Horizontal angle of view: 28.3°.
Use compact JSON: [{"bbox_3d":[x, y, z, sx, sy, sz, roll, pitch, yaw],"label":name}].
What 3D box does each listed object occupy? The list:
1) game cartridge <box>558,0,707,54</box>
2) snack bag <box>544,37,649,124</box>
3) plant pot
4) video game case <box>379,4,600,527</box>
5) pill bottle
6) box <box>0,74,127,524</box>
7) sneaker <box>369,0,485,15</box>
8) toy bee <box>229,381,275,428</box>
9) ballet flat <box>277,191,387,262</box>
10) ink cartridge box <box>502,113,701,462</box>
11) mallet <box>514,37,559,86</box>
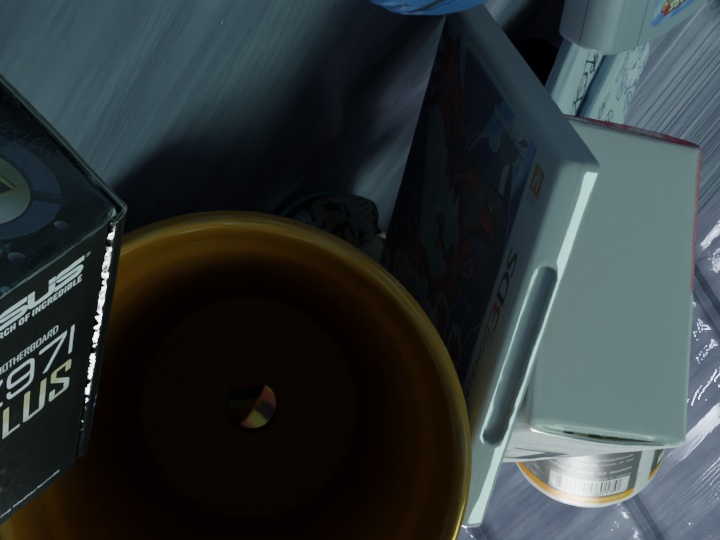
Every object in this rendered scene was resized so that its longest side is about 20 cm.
[{"bbox_3d":[0.189,-0.207,0.822,0.200,0.041,0.134,-37,144,-37],"label":"game cartridge"},{"bbox_3d":[0.145,-0.100,0.913,0.190,0.021,0.200,-67,161,-11],"label":"snack bag"},{"bbox_3d":[-0.057,0.073,0.668,0.200,0.200,0.183,-46,-177,0],"label":"plant pot"},{"bbox_3d":[0.050,-0.012,0.686,0.201,0.023,0.184,-108,-150,-60],"label":"video game case"},{"bbox_3d":[0.157,0.066,0.955,0.116,0.116,0.201,-40,151,-22],"label":"pill bottle"},{"bbox_3d":[-0.173,0.049,0.404,0.200,0.086,0.164,-38,164,-31],"label":"box"},{"bbox_3d":[0.062,-0.175,0.525,0.078,0.066,0.201,-23,154,-50],"label":"sneaker"},{"bbox_3d":[-0.101,0.140,0.819,0.130,0.109,0.201,27,94,-32],"label":"toy bee"},{"bbox_3d":[0.000,0.000,0.850,0.072,0.072,0.200,-46,167,4],"label":"ballet flat"},{"bbox_3d":[0.089,0.020,0.730,0.200,0.084,0.147,152,-55,-71],"label":"ink cartridge box"},{"bbox_3d":[0.090,-0.043,0.900,0.066,0.041,0.202,-33,135,-49],"label":"mallet"}]
